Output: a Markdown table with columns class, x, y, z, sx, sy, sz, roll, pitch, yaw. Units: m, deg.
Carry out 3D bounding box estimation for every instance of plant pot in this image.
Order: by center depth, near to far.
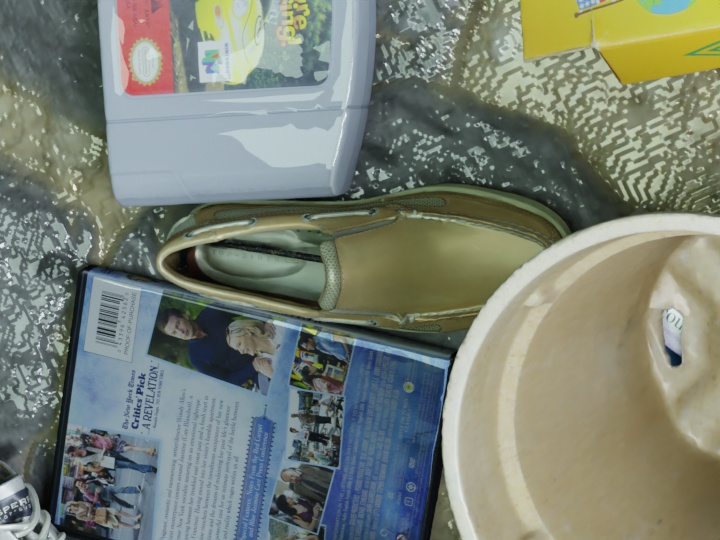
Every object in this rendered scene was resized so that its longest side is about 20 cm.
| class | x | y | z | sx | sy | sz | roll | pitch | yaw |
| --- | --- | --- | --- | --- | --- | --- | --- | --- | --- |
| plant pot | 0.158 | 0.053 | 1.028 | 0.200 | 0.183 | 0.201 | 6 | 107 | 21 |

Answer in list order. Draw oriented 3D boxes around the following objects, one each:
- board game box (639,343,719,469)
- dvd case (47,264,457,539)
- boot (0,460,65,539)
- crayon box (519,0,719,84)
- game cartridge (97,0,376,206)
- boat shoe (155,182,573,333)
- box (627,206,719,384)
| class | x | y | z | sx | sy | sz | roll | pitch | yaw |
| --- | --- | --- | --- | --- | --- | --- | --- | --- | --- |
| board game box | 0.135 | 0.145 | 1.178 | 0.153 | 0.040 | 0.200 | 34 | 109 | 9 |
| dvd case | -0.057 | 0.087 | 1.241 | 0.200 | 0.018 | 0.143 | 13 | 105 | 15 |
| boot | -0.170 | 0.151 | 1.245 | 0.200 | 0.074 | 0.096 | 11 | 115 | 26 |
| crayon box | 0.167 | -0.157 | 1.079 | 0.200 | 0.051 | 0.127 | -8 | 71 | 19 |
| game cartridge | -0.059 | -0.133 | 1.181 | 0.133 | 0.041 | 0.200 | -3 | 93 | 15 |
| boat shoe | 0.000 | 0.000 | 1.175 | 0.200 | 0.076 | 0.072 | -2 | 100 | 18 |
| box | 0.195 | 0.045 | 1.140 | 0.200 | 0.041 | 0.039 | 36 | 109 | 8 |
